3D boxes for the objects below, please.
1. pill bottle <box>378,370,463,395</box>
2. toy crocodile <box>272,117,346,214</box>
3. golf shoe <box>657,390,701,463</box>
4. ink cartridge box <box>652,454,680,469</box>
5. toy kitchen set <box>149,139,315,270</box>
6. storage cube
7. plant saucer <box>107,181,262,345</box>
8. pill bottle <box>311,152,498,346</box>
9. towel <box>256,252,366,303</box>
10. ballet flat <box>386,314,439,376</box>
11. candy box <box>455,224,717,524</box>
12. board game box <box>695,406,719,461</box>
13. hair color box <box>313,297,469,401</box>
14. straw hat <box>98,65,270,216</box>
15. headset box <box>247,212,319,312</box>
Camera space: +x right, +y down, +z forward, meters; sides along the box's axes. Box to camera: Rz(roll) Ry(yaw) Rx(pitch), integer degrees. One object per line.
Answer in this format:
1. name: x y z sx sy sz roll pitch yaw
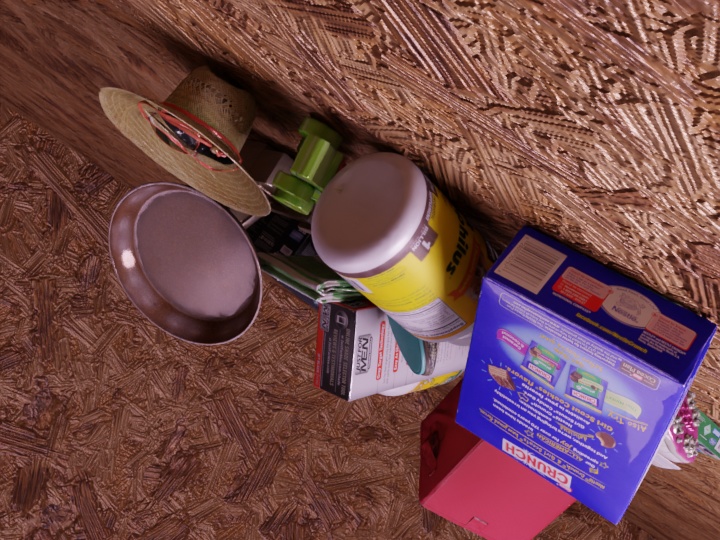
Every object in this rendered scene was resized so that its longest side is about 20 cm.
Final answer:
1. pill bottle: 0.061 0.110 1.331 0.112 0.114 0.199 28 -164 29
2. toy crocodile: -0.039 -0.088 0.890 0.061 0.068 0.200 27 175 -2
3. golf shoe: 0.247 0.116 0.904 0.091 0.076 0.200 -12 135 39
4. ink cartridge box: 0.321 0.190 1.282 0.160 0.047 0.200 35 171 -6
5. toy kitchen set: -0.114 -0.031 1.142 0.163 0.181 0.200 35 172 -30
6. storage cube: 0.203 0.257 1.397 0.199 0.180 0.171 30 -149 -15
7. plant saucer: -0.190 -0.011 1.091 0.199 0.201 0.034 31 -144 9
8. pill bottle: 0.052 -0.008 0.852 0.109 0.110 0.200 26 170 43
9. towel: 0.000 0.000 1.086 0.199 0.024 0.152 -4 -164 -33
10. ballet flat: 0.042 0.006 0.983 0.201 0.075 0.068 58 152 17
11. candy box: 0.172 0.088 0.793 0.168 0.077 0.201 30 142 21
12. board game box: 0.298 0.133 1.058 0.200 0.029 0.134 37 172 -31
13. hair color box: 0.042 0.071 1.076 0.061 0.102 0.199 17 -163 42
14. straw hat: -0.141 -0.140 0.905 0.200 0.085 0.201 29 167 7
15. headset box: -0.060 0.000 1.386 0.200 0.093 0.174 38 178 -34
